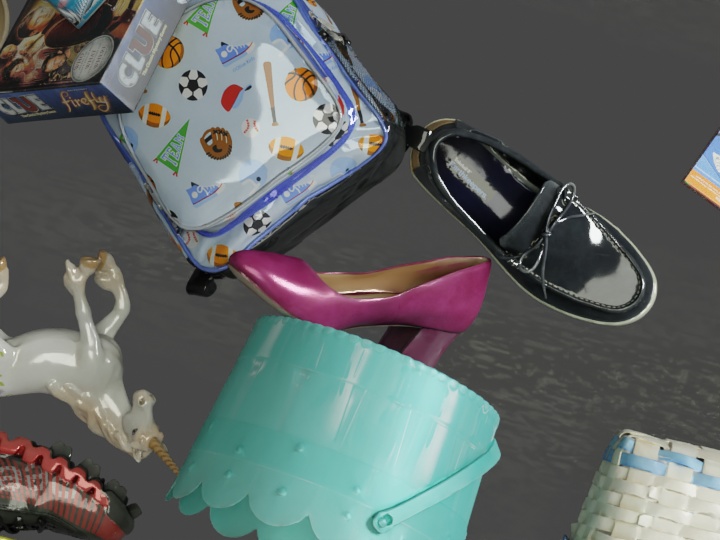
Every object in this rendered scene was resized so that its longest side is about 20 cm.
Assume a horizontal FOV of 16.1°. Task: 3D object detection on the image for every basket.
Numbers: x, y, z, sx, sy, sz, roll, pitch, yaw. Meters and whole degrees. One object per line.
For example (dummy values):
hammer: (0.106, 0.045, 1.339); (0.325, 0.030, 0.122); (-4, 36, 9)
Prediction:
basket: (0.212, 0.217, 1.698); (0.175, 0.139, 0.201); (16, 82, 1)

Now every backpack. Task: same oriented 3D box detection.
backpack: (-0.087, -0.112, 1.694); (0.200, 0.154, 0.191); (-35, 75, 3)

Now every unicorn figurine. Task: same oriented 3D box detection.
unicorn figurine: (-0.204, 0.057, 1.734); (0.199, 0.074, 0.138); (4, 99, 13)

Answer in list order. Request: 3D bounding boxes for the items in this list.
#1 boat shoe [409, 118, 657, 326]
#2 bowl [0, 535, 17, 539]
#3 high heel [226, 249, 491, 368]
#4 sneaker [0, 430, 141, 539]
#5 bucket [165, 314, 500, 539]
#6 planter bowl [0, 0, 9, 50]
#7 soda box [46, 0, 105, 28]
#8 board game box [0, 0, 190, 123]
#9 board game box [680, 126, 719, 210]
boat shoe: (0.118, -0.031, 1.738); (0.200, 0.062, 0.075); (39, 88, -2)
bowl: (-0.255, 0.271, 1.707); (0.199, 0.108, 0.202); (0, 89, -1)
high heel: (0.000, 0.000, 1.697); (0.200, 0.067, 0.096); (26, 98, -44)
sneaker: (-0.250, 0.150, 1.718); (0.199, 0.071, 0.098); (23, 73, 1)
bucket: (-0.012, 0.126, 1.667); (0.206, 0.207, 0.135); (24, 78, -1)
planter bowl: (-0.346, -0.194, 1.679); (0.199, 0.200, 0.135); (-23, 64, -1)
soda box: (-0.221, -0.237, 1.670); (0.068, 0.200, 0.064); (-46, 133, -1)
board game box: (-0.159, -0.190, 1.668); (0.035, 0.135, 0.201); (41, 62, -35)
board game box: (0.332, -0.044, 1.762); (0.200, 0.019, 0.103); (36, 88, -1)
